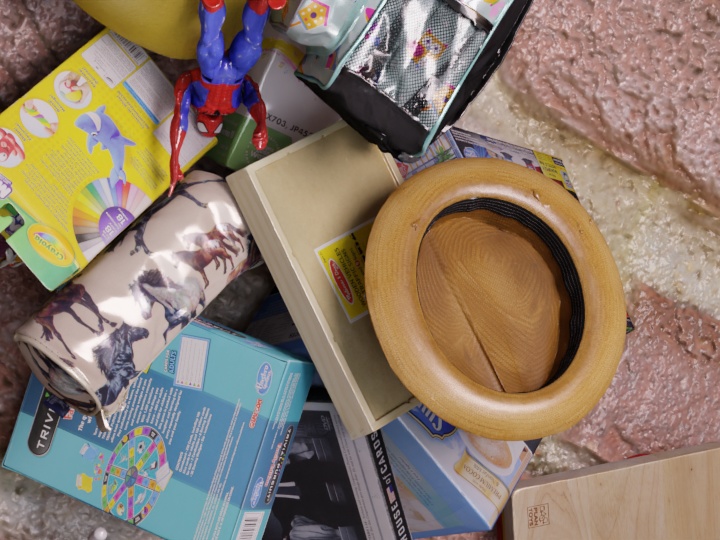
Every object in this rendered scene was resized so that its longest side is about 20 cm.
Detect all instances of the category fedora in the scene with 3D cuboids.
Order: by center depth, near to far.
[{"bbox_3d":[0.084,0.026,1.590,0.199,0.082,0.202,5,69,-14],"label":"fedora"}]

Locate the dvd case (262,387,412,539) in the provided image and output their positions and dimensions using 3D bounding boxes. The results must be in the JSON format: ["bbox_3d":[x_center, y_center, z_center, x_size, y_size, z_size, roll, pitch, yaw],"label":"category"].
[{"bbox_3d":[-0.060,0.153,1.698,0.025,0.199,0.151,-42,123,-47],"label":"dvd case"}]

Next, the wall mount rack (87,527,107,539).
[{"bbox_3d":[-0.161,0.251,1.725,0.199,0.075,0.175,6,114,-23],"label":"wall mount rack"}]

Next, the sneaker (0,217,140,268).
[{"bbox_3d":[-0.240,-0.025,1.636,0.199,0.075,0.091,25,56,-17],"label":"sneaker"}]

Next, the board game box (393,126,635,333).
[{"bbox_3d":[0.121,0.006,1.718,0.061,0.200,0.201,-29,71,25],"label":"board game box"}]

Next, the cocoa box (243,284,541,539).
[{"bbox_3d":[0.024,0.086,1.725,0.200,0.133,0.132,50,52,-22],"label":"cocoa box"}]

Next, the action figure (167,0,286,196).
[{"bbox_3d":[-0.091,-0.118,1.561,0.065,0.200,0.100,2,70,-9],"label":"action figure"}]

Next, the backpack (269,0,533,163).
[{"bbox_3d":[0.038,-0.193,1.556,0.153,0.176,0.200,41,90,-10],"label":"backpack"}]

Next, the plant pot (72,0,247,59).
[{"bbox_3d":[-0.127,-0.230,1.606,0.199,0.200,0.142,-35,135,-11],"label":"plant pot"}]

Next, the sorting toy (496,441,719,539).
[{"bbox_3d":[0.203,0.246,1.884,0.197,0.070,0.202,-9,104,-20],"label":"sorting toy"}]

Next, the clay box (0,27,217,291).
[{"bbox_3d":[-0.197,-0.074,1.606,0.115,0.048,0.200,50,48,-7],"label":"clay box"}]

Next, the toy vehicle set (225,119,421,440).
[{"bbox_3d":[0.000,0.000,1.619,0.124,0.026,0.201,-27,92,-39],"label":"toy vehicle set"}]

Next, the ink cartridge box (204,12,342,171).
[{"bbox_3d":[-0.022,-0.152,1.714,0.117,0.067,0.201,22,92,-24],"label":"ink cartridge box"}]

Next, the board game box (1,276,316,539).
[{"bbox_3d":[-0.144,0.103,1.658,0.047,0.199,0.152,10,100,-63],"label":"board game box"}]

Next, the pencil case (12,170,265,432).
[{"bbox_3d":[-0.142,0.016,1.595,0.200,0.078,0.090,-45,107,-26],"label":"pencil case"}]
